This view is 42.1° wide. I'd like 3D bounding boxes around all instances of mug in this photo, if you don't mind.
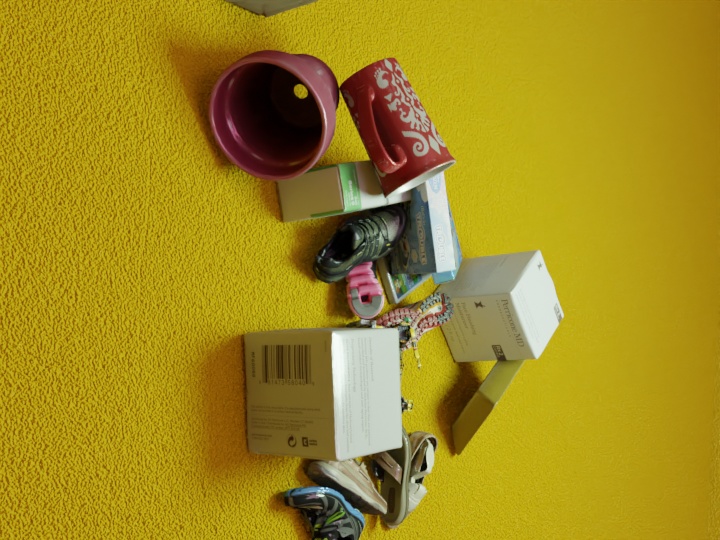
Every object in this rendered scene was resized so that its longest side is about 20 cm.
[{"bbox_3d":[0.056,-0.240,1.532,0.201,0.133,0.178,64,-1,3],"label":"mug"}]

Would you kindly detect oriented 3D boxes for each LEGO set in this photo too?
[{"bbox_3d":[0.038,0.169,1.660,0.153,0.116,0.202,17,77,-14],"label":"LEGO set"}]

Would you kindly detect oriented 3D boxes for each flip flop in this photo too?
[{"bbox_3d":[0.048,0.365,1.715,0.057,0.081,0.202,7,81,-38],"label":"flip flop"}]

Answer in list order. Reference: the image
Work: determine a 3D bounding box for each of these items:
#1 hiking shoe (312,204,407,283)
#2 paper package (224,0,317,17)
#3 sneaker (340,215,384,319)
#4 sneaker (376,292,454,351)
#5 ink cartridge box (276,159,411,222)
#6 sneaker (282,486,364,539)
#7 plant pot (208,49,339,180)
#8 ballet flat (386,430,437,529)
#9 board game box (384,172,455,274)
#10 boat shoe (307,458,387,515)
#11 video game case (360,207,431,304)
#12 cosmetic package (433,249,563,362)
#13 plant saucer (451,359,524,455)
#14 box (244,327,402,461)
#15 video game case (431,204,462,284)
[{"bbox_3d":[0.006,-0.053,1.635,0.200,0.101,0.076,-37,78,-13],"label":"hiking shoe"},{"bbox_3d":[-0.130,-0.539,1.525,0.103,0.190,0.202,8,80,-50],"label":"paper package"},{"bbox_3d":[0.000,0.000,1.721,0.095,0.078,0.202,76,8,-72],"label":"sneaker"},{"bbox_3d":[0.088,0.109,1.799,0.199,0.082,0.078,-20,85,-33],"label":"sneaker"},{"bbox_3d":[-0.025,-0.143,1.636,0.199,0.145,0.085,-14,95,-50],"label":"ink cartridge box"},{"bbox_3d":[-0.058,0.420,1.578,0.200,0.070,0.083,47,45,-40],"label":"sneaker"},{"bbox_3d":[-0.120,-0.268,1.517,0.201,0.199,0.179,68,26,-18],"label":"plant pot"},{"bbox_3d":[0.099,0.394,1.779,0.068,0.067,0.201,42,55,-35],"label":"ballet flat"},{"bbox_3d":[0.101,-0.095,1.715,0.043,0.199,0.202,-8,91,-22],"label":"board game box"},{"bbox_3d":[-0.011,0.367,1.643,0.200,0.075,0.072,48,49,-38],"label":"boat shoe"},{"bbox_3d":[0.083,-0.061,1.858,0.182,0.022,0.201,-35,113,-48],"label":"video game case"},{"bbox_3d":[0.285,0.076,1.946,0.165,0.199,0.166,-47,120,-43],"label":"cosmetic package"},{"bbox_3d":[0.262,0.261,1.944,0.048,0.201,0.200,34,45,9],"label":"plant saucer"},{"bbox_3d":[-0.060,0.193,1.506,0.171,0.198,0.202,0,87,-51],"label":"box"},{"bbox_3d":[0.154,-0.092,1.874,0.181,0.045,0.202,-48,124,-71],"label":"video game case"}]
